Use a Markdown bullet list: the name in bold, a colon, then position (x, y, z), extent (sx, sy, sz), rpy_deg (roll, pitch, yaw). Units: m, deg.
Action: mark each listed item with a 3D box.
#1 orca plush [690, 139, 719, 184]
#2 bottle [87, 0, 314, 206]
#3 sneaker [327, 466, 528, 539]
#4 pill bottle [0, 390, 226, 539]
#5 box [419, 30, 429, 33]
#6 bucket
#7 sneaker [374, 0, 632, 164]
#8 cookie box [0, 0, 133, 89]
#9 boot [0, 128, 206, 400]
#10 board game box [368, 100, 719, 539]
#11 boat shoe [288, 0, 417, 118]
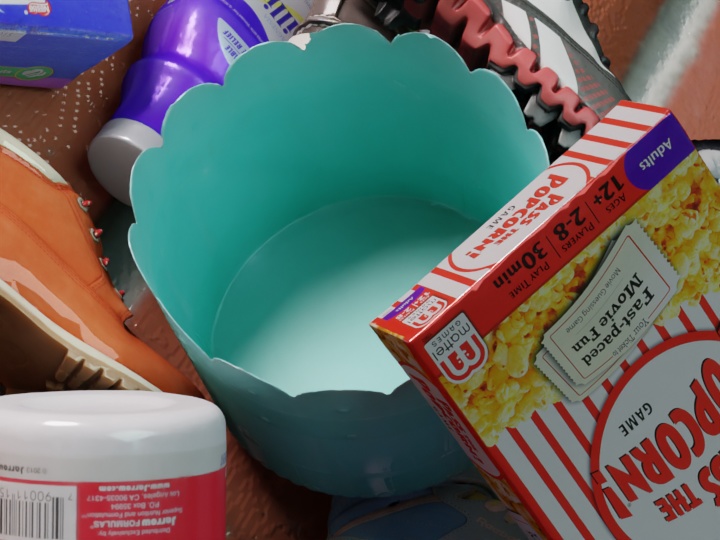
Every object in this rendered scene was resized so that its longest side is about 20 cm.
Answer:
- **orca plush**: position (0.162, -0.038, 1.161), extent (0.199, 0.106, 0.071), rpy_deg (-12, 42, -24)
- **bottle**: position (-0.069, -0.112, 1.126), extent (0.084, 0.065, 0.200), rpy_deg (51, 50, -18)
- **sneaker**: position (0.073, 0.134, 1.071), extent (0.199, 0.080, 0.131), rpy_deg (1, 46, 3)
- **pill bottle**: position (-0.113, 0.156, 0.931), extent (0.112, 0.112, 0.201), rpy_deg (-2, 94, -39)
- **box**: position (0.028, -0.178, 1.190), extent (0.200, 0.041, 0.156), rpy_deg (51, 10, -11)
- **bucket**: position (0.000, 0.000, 1.036), extent (0.206, 0.135, 0.208), rpy_deg (-4, 59, 6)
- **sneaker**: position (0.084, -0.122, 1.062), extent (0.098, 0.071, 0.200), rpy_deg (-43, 85, -15)
- **cookie box**: position (-0.211, -0.196, 1.040), extent (0.171, 0.075, 0.201), rpy_deg (2, 71, -38)
- **boot**: position (-0.136, 0.013, 1.023), extent (0.200, 0.075, 0.107), rpy_deg (40, 48, -18)
- **board game box**: position (0.120, 0.052, 0.940), extent (0.151, 0.046, 0.200), rpy_deg (-41, 112, -11)
- **boat shoe**: position (0.028, -0.080, 1.154), extent (0.200, 0.072, 0.060), rpy_deg (46, 59, -44)
